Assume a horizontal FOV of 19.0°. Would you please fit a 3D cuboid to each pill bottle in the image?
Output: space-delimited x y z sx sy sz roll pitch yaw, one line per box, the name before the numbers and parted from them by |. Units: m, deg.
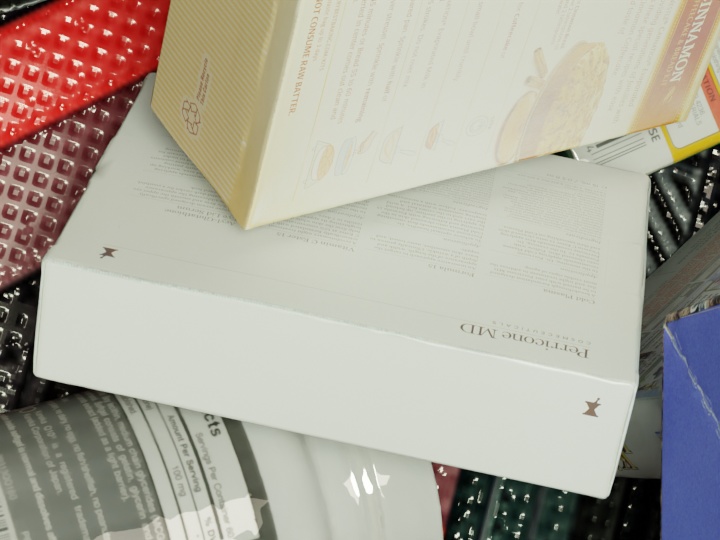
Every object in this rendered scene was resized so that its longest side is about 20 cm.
pill bottle | -0.078 0.098 0.776 0.199 0.116 0.117 -14 88 -18

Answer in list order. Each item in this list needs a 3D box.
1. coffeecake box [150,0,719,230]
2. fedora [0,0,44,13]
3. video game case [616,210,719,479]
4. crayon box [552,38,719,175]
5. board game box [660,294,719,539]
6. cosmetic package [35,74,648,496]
coffeecake box | 0.041 -0.112 0.738 0.199 0.154 0.073 -15 49 -31
fedora | -0.138 -0.191 0.763 0.199 0.092 0.202 2 75 -7
video game case | 0.172 0.002 0.827 0.200 0.181 0.046 -41 97 -16
crayon box | 0.146 -0.120 0.902 0.199 0.052 0.126 -23 91 -17
board game box | 0.203 0.093 0.675 0.199 0.097 0.161 5 79 -15
cosmetic package | 0.000 0.000 0.769 0.199 0.151 0.052 12 118 3
